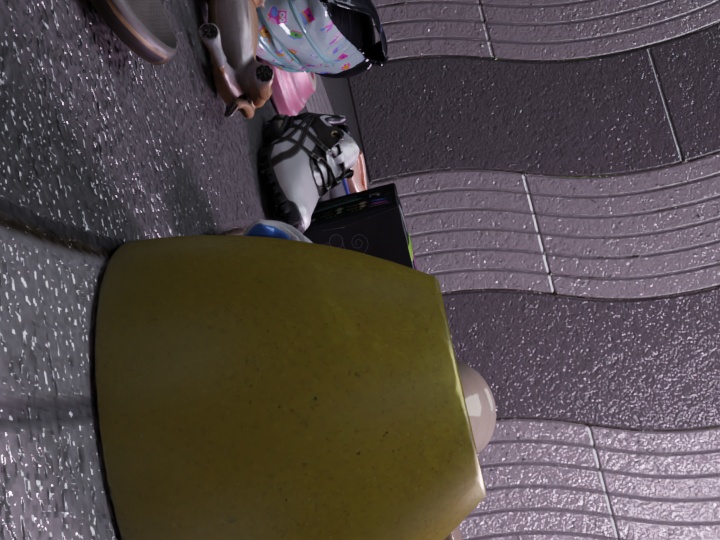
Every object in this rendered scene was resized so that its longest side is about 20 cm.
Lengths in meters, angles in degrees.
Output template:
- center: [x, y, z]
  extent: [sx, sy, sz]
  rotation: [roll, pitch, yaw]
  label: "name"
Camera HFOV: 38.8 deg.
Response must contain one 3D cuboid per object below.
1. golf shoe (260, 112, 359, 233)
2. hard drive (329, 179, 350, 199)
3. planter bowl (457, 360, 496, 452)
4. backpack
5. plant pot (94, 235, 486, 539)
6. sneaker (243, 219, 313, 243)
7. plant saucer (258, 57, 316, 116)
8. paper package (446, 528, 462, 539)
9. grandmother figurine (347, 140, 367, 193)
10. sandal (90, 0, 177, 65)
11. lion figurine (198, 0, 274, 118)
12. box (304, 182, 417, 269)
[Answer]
- center: [-0.047, -0.107, 1.007]
  extent: [0.202, 0.092, 0.079]
  rotation: [-95, 172, -54]
  label: "golf shoe"
- center: [-0.007, -0.011, 1.450]
  extent: [0.133, 0.025, 0.203]
  rotation: [93, -18, -64]
  label: "hard drive"
- center: [0.146, 0.281, 1.970]
  extent: [0.134, 0.197, 0.205]
  rotation: [-10, 86, -59]
  label: "planter bowl"
- center: [-0.059, -0.276, 1.035]
  extent: [0.170, 0.125, 0.200]
  rotation: [67, 15, 4]
  label: "backpack"
- center: [-0.020, 0.070, 0.478]
  extent: [0.200, 0.139, 0.204]
  rotation: [-13, 90, -86]
  label: "plant pot"
- center: [-0.046, 0.066, 0.658]
  extent: [0.147, 0.079, 0.203]
  rotation: [57, 22, -54]
  label: "sneaker"
- center: [-0.094, -0.284, 1.215]
  extent: [0.201, 0.050, 0.205]
  rotation: [-13, 91, -87]
  label: "plant saucer"
- center: [0.053, 0.258, 1.180]
  extent: [0.191, 0.101, 0.204]
  rotation: [-82, 159, -80]
  label: "paper package"
- center: [-0.001, -0.153, 2.061]
  extent: [0.122, 0.059, 0.203]
  rotation: [-80, 156, -58]
  label: "grandmother figurine"
- center: [-0.122, -0.197, 0.497]
  extent: [0.082, 0.053, 0.203]
  rotation: [-95, 171, -62]
  label: "sandal"
- center: [-0.099, -0.192, 0.825]
  extent: [0.123, 0.071, 0.204]
  rotation: [105, -12, -72]
  label: "lion figurine"
- center: [0.000, 0.000, 1.111]
  extent: [0.200, 0.122, 0.152]
  rotation: [-90, 165, -78]
  label: "box"
